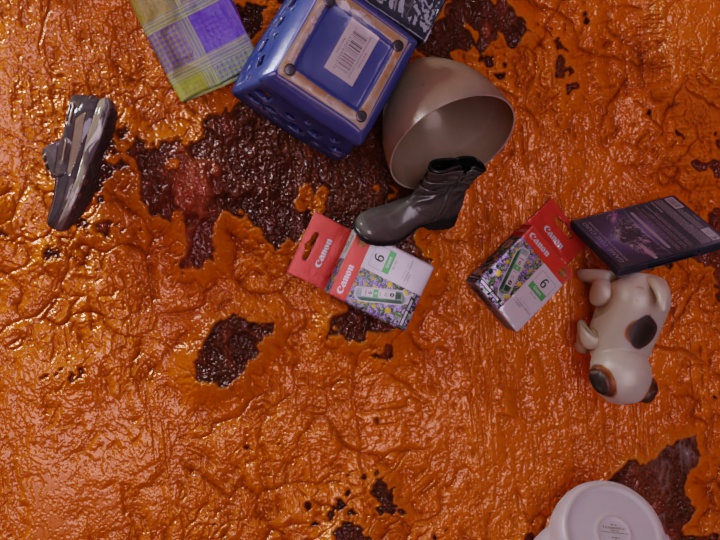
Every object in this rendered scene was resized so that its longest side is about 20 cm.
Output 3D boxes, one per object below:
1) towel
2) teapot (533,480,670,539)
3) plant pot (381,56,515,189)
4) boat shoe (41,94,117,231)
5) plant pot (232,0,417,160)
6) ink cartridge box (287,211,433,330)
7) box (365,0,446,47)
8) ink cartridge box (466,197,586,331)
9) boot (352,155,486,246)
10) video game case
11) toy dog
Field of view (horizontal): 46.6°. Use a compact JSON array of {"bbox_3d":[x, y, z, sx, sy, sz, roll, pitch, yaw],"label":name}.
[{"bbox_3d":[-0.247,-0.365,1.231,0.142,0.023,0.202,-26,98,-10],"label":"towel"},{"bbox_3d":[0.390,0.447,1.351,0.197,0.147,0.200,-37,66,-27],"label":"teapot"},{"bbox_3d":[0.111,-0.236,1.246,0.198,0.201,0.136,-19,61,-10],"label":"plant pot"},{"bbox_3d":[-0.410,-0.156,1.191,0.072,0.075,0.203,18,81,-2],"label":"boat shoe"},{"bbox_3d":[-0.044,-0.291,1.189,0.199,0.180,0.202,31,86,-16],"label":"plant pot"},{"bbox_3d":[0.000,0.000,1.281,0.198,0.050,0.110,26,87,-13],"label":"ink cartridge box"},{"bbox_3d":[0.046,-0.465,1.238,0.198,0.117,0.198,30,87,-13],"label":"box"},{"bbox_3d":[0.278,-0.011,1.346,0.200,0.050,0.109,-44,100,-6],"label":"ink cartridge box"},{"bbox_3d":[0.086,-0.113,1.240,0.198,0.131,0.068,-15,57,-30],"label":"boot"},{"bbox_3d":[0.459,-0.058,1.337,0.197,0.143,0.019,-15,129,-13],"label":"video game case"},{"bbox_3d":[0.423,0.110,1.318,0.138,0.193,0.203,14,84,-24],"label":"toy dog"}]
